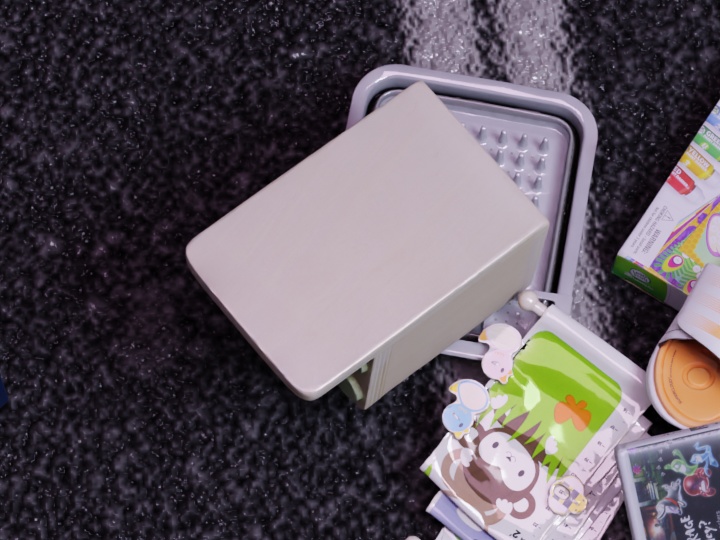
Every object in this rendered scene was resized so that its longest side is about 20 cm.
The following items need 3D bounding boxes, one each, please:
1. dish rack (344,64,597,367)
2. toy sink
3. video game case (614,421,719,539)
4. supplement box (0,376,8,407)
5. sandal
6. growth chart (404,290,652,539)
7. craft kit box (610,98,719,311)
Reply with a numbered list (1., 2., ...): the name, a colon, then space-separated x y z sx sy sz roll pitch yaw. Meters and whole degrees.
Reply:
1. dish rack: 0.065 -0.033 1.810 0.171 0.044 0.201 10 70 4
2. toy sink: 0.000 0.000 1.716 0.200 0.112 0.130 -37 73 -18
3. video game case: 0.267 0.187 1.688 0.181 0.023 0.201 -13 98 0
4. supplement box: -0.369 0.064 1.718 0.200 0.134 0.200 43 74 14
5. sandal: 0.252 0.015 1.728 0.079 0.059 0.207 28 62 23
6. growth chart: 0.113 0.127 1.740 0.144 0.018 0.200 28 84 2
7. craft kit box: 0.304 -0.031 1.813 0.197 0.049 0.200 32 73 8
